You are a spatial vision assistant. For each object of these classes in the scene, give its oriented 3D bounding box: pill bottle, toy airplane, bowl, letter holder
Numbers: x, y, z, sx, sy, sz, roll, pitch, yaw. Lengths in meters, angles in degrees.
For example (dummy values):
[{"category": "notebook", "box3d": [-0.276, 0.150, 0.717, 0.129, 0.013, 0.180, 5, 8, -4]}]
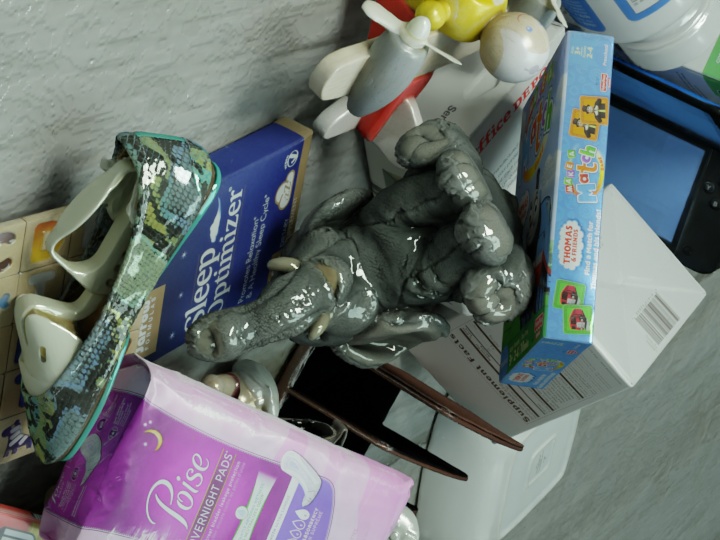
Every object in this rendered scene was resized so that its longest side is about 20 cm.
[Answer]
[{"category": "pill bottle", "box3d": [0.177, -0.230, 1.309, 0.112, 0.112, 0.200, -56, 133, -11]}, {"category": "toy airplane", "box3d": [0.053, -0.149, 1.196, 0.200, 0.141, 0.199, -55, 155, -14]}, {"category": "bowl", "box3d": [0.142, 0.164, 1.775, 0.200, 0.075, 0.200, -36, 144, -44]}, {"category": "letter holder", "box3d": [0.029, 0.134, 1.442, 0.101, 0.142, 0.200, -61, 156, -1]}]

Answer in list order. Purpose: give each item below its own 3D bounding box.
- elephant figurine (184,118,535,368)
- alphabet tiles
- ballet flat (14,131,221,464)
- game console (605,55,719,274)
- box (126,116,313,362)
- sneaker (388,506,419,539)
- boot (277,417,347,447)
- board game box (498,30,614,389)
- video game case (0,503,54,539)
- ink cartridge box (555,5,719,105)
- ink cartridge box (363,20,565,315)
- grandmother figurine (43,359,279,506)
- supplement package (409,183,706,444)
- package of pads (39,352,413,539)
[{"category": "elephant figurine", "box3d": [0.000, 0.000, 1.185, 0.200, 0.142, 0.155, -29, 133, 11]}, {"category": "alphabet tiles", "box3d": [-0.198, 0.043, 1.041, 0.200, 0.008, 0.167, -18, 132, -44]}, {"category": "ballet flat", "box3d": [-0.151, 0.011, 1.021, 0.200, 0.074, 0.074, -63, 155, 7]}, {"category": "game console", "box3d": [0.201, -0.097, 1.461, 0.118, 0.200, 0.171, -23, 136, -51]}, {"category": "box", "box3d": [-0.107, -0.011, 1.165, 0.200, 0.032, 0.121, -30, 141, -47]}, {"category": "sneaker", "box3d": [-0.022, 0.245, 1.365, 0.200, 0.076, 0.081, -56, 177, 14]}, {"category": "boot", "box3d": [-0.110, 0.171, 1.194, 0.200, 0.069, 0.174, -8, 122, -33]}, {"category": "board game box", "box3d": [0.127, -0.035, 1.219, 0.151, 0.037, 0.200, 112, -15, -74]}, {"category": "video game case", "box3d": [-0.192, 0.219, 1.128, 0.200, 0.017, 0.143, 20, 99, -30]}, {"category": "ink cartridge box", "box3d": [0.252, -0.189, 1.466, 0.084, 0.200, 0.146, -65, 155, 2]}, {"category": "ink cartridge box", "box3d": [0.082, -0.086, 1.384, 0.146, 0.084, 0.200, -50, 153, -24]}, {"category": "grandmother figurine", "box3d": [-0.119, 0.107, 1.242, 0.121, 0.061, 0.200, -44, 171, 35]}, {"category": "supplement package", "box3d": [0.153, 0.039, 1.499, 0.121, 0.120, 0.200, -46, -172, -32]}, {"category": "package of pads", "box3d": [-0.077, 0.141, 1.112, 0.200, 0.076, 0.121, 26, 81, -25]}]
